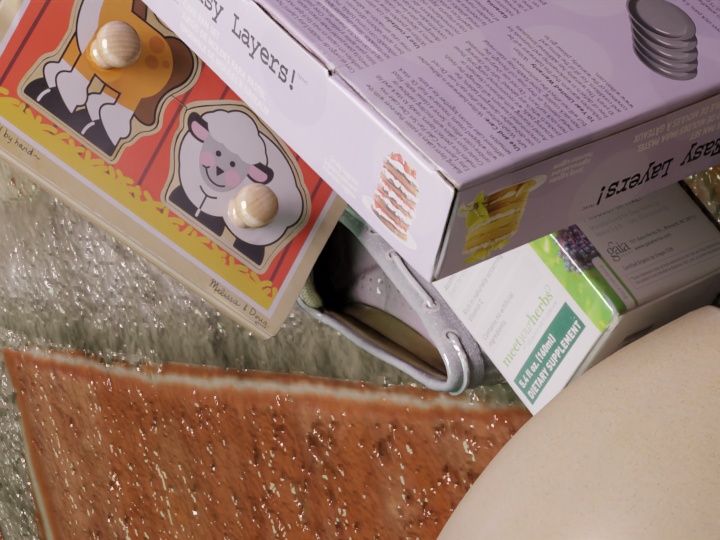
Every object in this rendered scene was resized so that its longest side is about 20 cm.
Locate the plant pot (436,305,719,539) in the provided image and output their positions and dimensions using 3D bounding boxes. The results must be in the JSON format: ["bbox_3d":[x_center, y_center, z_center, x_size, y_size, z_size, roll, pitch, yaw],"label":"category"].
[{"bbox_3d":[0.143,0.093,0.880,0.200,0.200,0.135,27,92,42],"label":"plant pot"}]

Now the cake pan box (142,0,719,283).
[{"bbox_3d":[0.037,-0.098,0.899,0.200,0.184,0.052,44,137,29],"label":"cake pan box"}]

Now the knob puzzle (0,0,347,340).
[{"bbox_3d":[-0.062,-0.099,1.032,0.030,0.219,0.220,-22,89,55],"label":"knob puzzle"}]

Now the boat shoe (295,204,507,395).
[{"bbox_3d":[0.000,0.002,1.094,0.202,0.065,0.075,31,129,40],"label":"boat shoe"}]

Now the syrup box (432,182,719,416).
[{"bbox_3d":[0.058,-0.043,0.986,0.200,0.081,0.079,52,139,20],"label":"syrup box"}]
